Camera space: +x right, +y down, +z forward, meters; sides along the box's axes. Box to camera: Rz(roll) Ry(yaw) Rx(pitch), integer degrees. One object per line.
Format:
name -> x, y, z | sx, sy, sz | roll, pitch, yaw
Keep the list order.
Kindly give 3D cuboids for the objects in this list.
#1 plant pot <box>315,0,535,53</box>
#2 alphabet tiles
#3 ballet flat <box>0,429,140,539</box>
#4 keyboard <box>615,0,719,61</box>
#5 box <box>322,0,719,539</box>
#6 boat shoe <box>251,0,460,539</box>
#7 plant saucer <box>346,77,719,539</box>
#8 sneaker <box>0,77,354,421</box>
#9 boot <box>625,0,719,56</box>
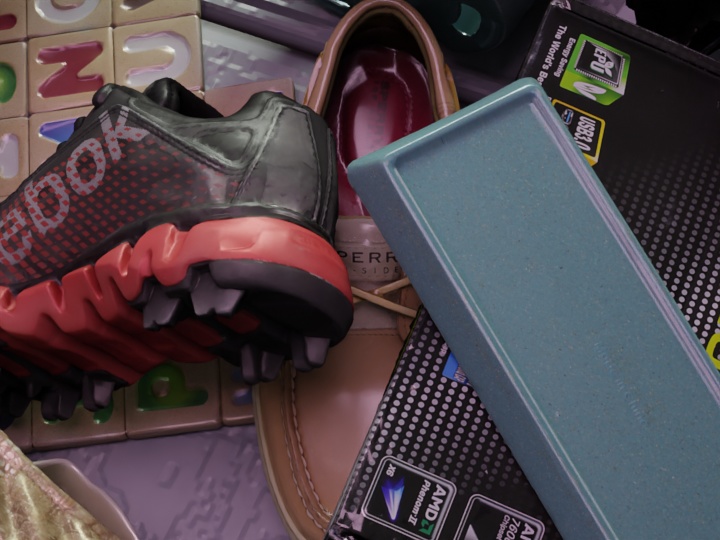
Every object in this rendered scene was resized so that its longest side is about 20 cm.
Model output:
plant pot -> 0.034, -0.196, 0.774 | 0.200, 0.200, 0.196 | 27, 78, 20
alphabet tiles -> -0.104, -0.029, 0.808 | 0.167, 0.008, 0.200 | -8, 63, 5
ballet flat -> -0.123, 0.066, 0.683 | 0.200, 0.071, 0.065 | 48, 39, 8
keyboard -> 0.141, -0.114, 0.811 | 0.056, 0.011, 0.200 | 31, 73, 16
box -> 0.110, 0.039, 0.688 | 0.193, 0.048, 0.200 | 24, 68, 2
boat shoe -> 0.000, 0.000, 0.739 | 0.074, 0.066, 0.200 | -1, 64, -1
plant saucer -> 0.074, 0.036, 0.650 | 0.070, 0.019, 0.200 | -27, 78, -17
sneaker -> -0.083, -0.009, 0.724 | 0.200, 0.071, 0.098 | -12, 59, 36
boot -> 0.192, -0.126, 0.705 | 0.168, 0.200, 0.076 | -36, 104, -25
